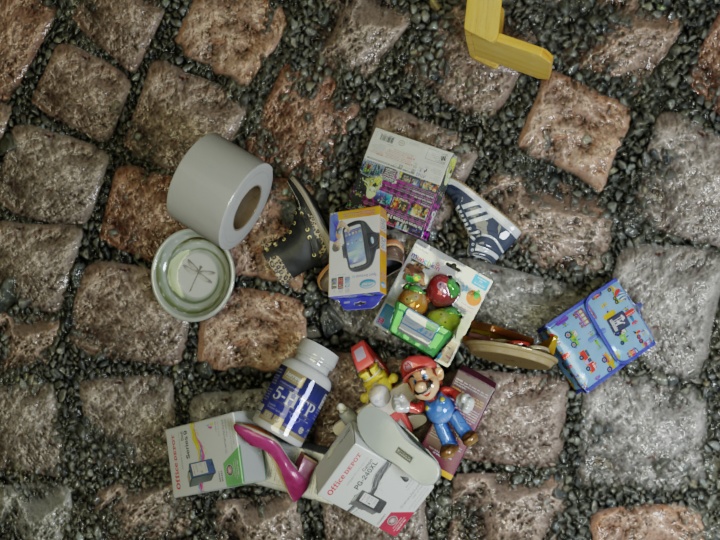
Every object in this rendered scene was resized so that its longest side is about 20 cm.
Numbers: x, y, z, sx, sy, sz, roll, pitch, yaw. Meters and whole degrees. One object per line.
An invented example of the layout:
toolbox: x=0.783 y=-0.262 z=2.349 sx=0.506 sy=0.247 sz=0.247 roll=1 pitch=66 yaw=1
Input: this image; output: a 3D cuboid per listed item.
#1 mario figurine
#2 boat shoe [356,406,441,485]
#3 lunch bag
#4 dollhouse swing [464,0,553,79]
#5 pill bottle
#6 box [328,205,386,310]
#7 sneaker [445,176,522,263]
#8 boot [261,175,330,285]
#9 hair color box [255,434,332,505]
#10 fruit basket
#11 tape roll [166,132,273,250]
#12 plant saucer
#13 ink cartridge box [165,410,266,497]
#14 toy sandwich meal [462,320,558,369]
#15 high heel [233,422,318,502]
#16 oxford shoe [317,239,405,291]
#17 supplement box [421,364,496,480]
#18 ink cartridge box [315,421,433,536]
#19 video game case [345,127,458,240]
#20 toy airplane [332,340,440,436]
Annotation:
mario figurine: x=0.137 y=0.255 z=1.561 sx=0.122 sy=0.106 sz=0.202 roll=-29 pitch=83 yaw=-22
boat shoe: x=0.075 y=0.342 z=1.599 sx=0.199 sy=0.064 sz=0.071 roll=41 pitch=93 yaw=16
lunch bag: x=0.476 y=0.125 z=1.630 sx=0.198 sy=0.094 sz=0.152 roll=-32 pitch=82 yaw=-4
dollhouse swing: x=0.298 y=-0.488 z=1.615 sx=0.171 sy=0.200 sz=0.187 roll=6 pitch=89 yaw=12
pill bottle: x=-0.129 y=0.250 z=1.711 sx=0.118 sy=0.120 sz=0.203 roll=25 pitch=78 yaw=11
box: x=-0.006 y=-0.024 z=1.676 sx=0.117 sy=0.041 sz=0.205 roll=-7 pitch=72 yaw=24
sneaker: x=0.222 y=-0.100 z=1.686 sx=0.199 sy=0.070 sz=0.109 roll=38 pitch=94 yaw=7
boot: x=-0.146 y=-0.083 z=1.760 sx=0.149 sy=0.073 sz=0.203 roll=-29 pitch=90 yaw=7
hair color box: x=-0.135 y=0.417 z=1.747 sx=0.195 sy=0.061 sz=0.101 roll=12 pitch=90 yaw=12
fruit basket: x=0.147 y=0.065 z=1.686 sx=0.183 sy=0.094 sz=0.203 roll=29 pitch=91 yaw=11
tape roll: x=-0.292 y=-0.165 z=1.725 sx=0.137 sy=0.202 sz=0.206 roll=30 pitch=94 yaw=11
plant saucer: x=-0.362 y=0.010 z=1.811 sx=0.195 sy=0.050 sz=0.206 roll=-1 pitch=88 yaw=12
ink cartridge box: x=-0.306 y=0.387 z=1.736 sx=0.197 sy=0.087 sz=0.149 roll=-17 pitch=76 yaw=30
toy sandwich meal: x=0.294 y=0.141 z=1.604 sx=0.200 sy=0.205 sz=0.072 roll=10 pitch=78 yaw=11
high heel: x=-0.186 y=0.387 z=1.673 sx=0.198 sy=0.067 sz=0.097 roll=32 pitch=84 yaw=-20
oxford shoe: x=0.000 y=0.000 z=1.715 sx=0.197 sy=0.073 sz=0.072 roll=-25 pitch=122 yaw=10
supplement box: x=0.194 y=0.302 z=1.659 sx=0.084 sy=0.110 sz=0.203 roll=26 pitch=94 yaw=11
ink cartridge box: x=0.025 y=0.418 z=1.654 sx=0.198 sy=0.084 sz=0.146 roll=31 pitch=107 yaw=-16
video game case: x=0.083 y=-0.182 z=1.705 sx=0.197 sy=0.036 sz=0.185 roll=22 pitch=93 yaw=30
toy airplane: x=0.051 y=0.262 z=1.673 sx=0.195 sy=0.141 sz=0.205 roll=15 pitch=91 yaw=11
